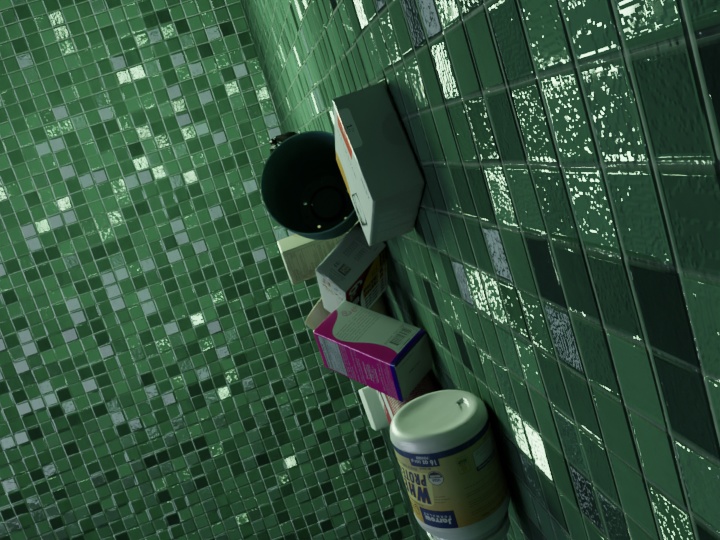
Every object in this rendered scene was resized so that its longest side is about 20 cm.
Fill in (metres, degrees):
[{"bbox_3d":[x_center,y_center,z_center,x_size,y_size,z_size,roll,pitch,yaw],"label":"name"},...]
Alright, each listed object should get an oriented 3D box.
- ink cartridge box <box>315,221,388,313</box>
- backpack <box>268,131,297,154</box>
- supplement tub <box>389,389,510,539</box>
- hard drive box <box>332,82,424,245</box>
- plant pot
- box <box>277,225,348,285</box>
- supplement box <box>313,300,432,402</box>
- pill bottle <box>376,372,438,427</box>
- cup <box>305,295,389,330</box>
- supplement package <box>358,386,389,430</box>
[{"bbox_3d":[0.000,0.000,1.590,0.084,0.176,0.200,35,162,17],"label":"ink cartridge box"},{"bbox_3d":[-0.199,-0.323,2.397,0.167,0.126,0.201,8,-118,-83],"label":"backpack"},{"bbox_3d":[0.133,0.290,1.103,0.144,0.143,0.201,-128,20,-73],"label":"supplement tub"},{"bbox_3d":[0.023,-0.144,1.092,0.200,0.076,0.157,93,157,-74],"label":"hard drive box"},{"bbox_3d":[-0.078,-0.149,1.502,0.161,0.199,0.202,49,-160,-76],"label":"plant pot"},{"bbox_3d":[-0.086,-0.052,1.807,0.078,0.199,0.096,-120,12,-62],"label":"box"},{"bbox_3d":[0.023,0.148,1.442,0.199,0.101,0.104,20,139,36],"label":"supplement box"},{"bbox_3d":[0.097,0.247,1.476,0.113,0.112,0.201,77,172,-46],"label":"pill bottle"},{"bbox_3d":[-0.013,0.105,1.834,0.143,0.200,0.200,43,169,9],"label":"cup"},{"bbox_3d":[0.069,0.356,2.071,0.200,0.116,0.118,107,143,-80],"label":"supplement package"}]
